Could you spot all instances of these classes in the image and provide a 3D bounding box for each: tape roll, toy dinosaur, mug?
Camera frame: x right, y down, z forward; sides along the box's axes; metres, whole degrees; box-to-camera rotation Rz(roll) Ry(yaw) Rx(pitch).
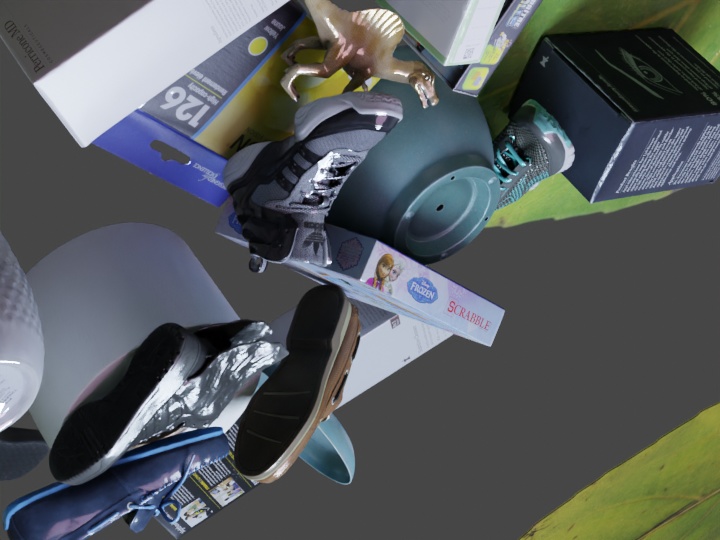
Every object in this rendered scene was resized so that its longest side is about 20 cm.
[{"bbox_3d":[-0.207,0.076,1.266,0.203,0.139,0.203,-25,144,-19],"label":"tape roll"},{"bbox_3d":[-0.017,-0.180,1.117,0.101,0.058,0.200,-31,145,22],"label":"toy dinosaur"},{"bbox_3d":[-0.342,0.056,1.078,0.200,0.175,0.148,-38,147,-1],"label":"mug"}]

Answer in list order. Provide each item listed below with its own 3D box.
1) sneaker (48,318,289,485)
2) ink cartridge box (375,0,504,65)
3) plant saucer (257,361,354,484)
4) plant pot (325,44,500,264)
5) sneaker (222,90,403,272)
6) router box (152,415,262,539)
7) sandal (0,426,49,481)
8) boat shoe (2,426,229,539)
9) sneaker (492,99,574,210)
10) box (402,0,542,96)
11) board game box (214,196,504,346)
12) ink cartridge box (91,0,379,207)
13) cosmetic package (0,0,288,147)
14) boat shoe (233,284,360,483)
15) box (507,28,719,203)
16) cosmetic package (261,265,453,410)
[{"bbox_3d":[-0.160,0.112,1.174,0.200,0.060,0.104,-48,141,8],"label":"sneaker"},{"bbox_3d":[0.069,-0.282,1.098,0.048,0.146,0.200,-12,138,-38],"label":"ink cartridge box"},{"bbox_3d":[-0.075,0.136,1.421,0.027,0.200,0.200,-45,149,-17],"label":"plant saucer"},{"bbox_3d":[0.047,-0.090,1.318,0.200,0.134,0.200,-26,145,-20],"label":"plant pot"},{"bbox_3d":[-0.033,-0.065,1.150,0.075,0.114,0.200,6,158,-43],"label":"sneaker"},{"bbox_3d":[-0.181,0.199,1.519,0.149,0.051,0.200,-33,147,-5],"label":"router box"},{"bbox_3d":[-0.365,0.160,1.310,0.075,0.048,0.200,-42,159,3],"label":"sandal"},{"bbox_3d":[-0.203,0.194,1.210,0.200,0.069,0.084,-22,-179,-10],"label":"boat shoe"},{"bbox_3d":[0.146,-0.099,1.394,0.091,0.078,0.200,-38,172,-17],"label":"sneaker"},{"bbox_3d":[0.114,-0.261,1.199,0.035,0.110,0.200,6,126,-47],"label":"box"},{"bbox_3d":[0.000,0.000,1.304,0.200,0.199,0.041,28,83,-47],"label":"board game box"},{"bbox_3d":[-0.105,-0.143,1.189,0.200,0.047,0.198,-48,145,11],"label":"ink cartridge box"},{"bbox_3d":[-0.157,-0.197,1.018,0.200,0.108,0.085,-37,147,-6],"label":"cosmetic package"},{"bbox_3d":[-0.046,0.113,1.286,0.200,0.072,0.068,-63,143,-24],"label":"boat shoe"},{"bbox_3d":[0.279,-0.163,1.444,0.200,0.148,0.104,-10,138,-35],"label":"box"},{"bbox_3d":[-0.006,0.068,1.505,0.200,0.081,0.113,-34,149,-9],"label":"cosmetic package"}]
